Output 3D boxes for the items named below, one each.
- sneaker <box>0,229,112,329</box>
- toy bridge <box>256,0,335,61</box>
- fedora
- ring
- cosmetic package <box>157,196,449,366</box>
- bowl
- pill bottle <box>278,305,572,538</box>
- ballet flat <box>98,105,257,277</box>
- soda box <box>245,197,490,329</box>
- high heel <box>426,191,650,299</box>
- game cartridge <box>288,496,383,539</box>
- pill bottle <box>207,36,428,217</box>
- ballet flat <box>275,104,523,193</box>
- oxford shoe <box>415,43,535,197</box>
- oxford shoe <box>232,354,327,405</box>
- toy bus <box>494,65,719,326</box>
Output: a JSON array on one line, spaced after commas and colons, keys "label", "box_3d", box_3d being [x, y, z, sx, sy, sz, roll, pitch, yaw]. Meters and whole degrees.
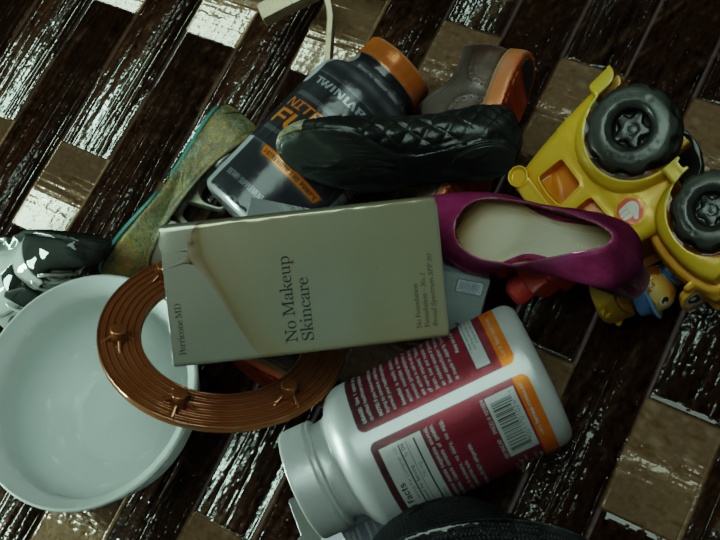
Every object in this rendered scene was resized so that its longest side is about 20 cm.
[{"label": "sneaker", "box_3d": [-0.292, 0.010, 1.016, 0.199, 0.074, 0.089, -7, 79, 43]}, {"label": "toy bridge", "box_3d": [-0.064, -0.255, 1.060, 0.067, 0.027, 0.201, -25, 83, 5]}, {"label": "fedora", "box_3d": [0.074, 0.216, 0.782, 0.199, 0.201, 0.092, -22, 31, 6]}, {"label": "ring", "box_3d": [-0.108, 0.047, 0.894, 0.199, 0.019, 0.201, 4, 40, -4]}, {"label": "cosmetic package", "box_3d": [-0.041, 0.006, 0.824, 0.198, 0.073, 0.104, -7, 94, -4]}, {"label": "bowl", "box_3d": [-0.215, 0.111, 0.956, 0.199, 0.090, 0.203, -6, 68, 14]}, {"label": "pill bottle", "box_3d": [0.045, 0.116, 0.834, 0.199, 0.113, 0.114, -26, 64, 4]}, {"label": "ballet flat", "box_3d": [-0.158, -0.059, 1.027, 0.070, 0.071, 0.201, 31, 80, 24]}, {"label": "soda box", "box_3d": [0.000, 0.000, 0.904, 0.198, 0.064, 0.068, 11, 28, -4]}, {"label": "high heel", "box_3d": [0.110, -0.029, 0.815, 0.199, 0.096, 0.068, 25, 82, 31]}, {"label": "game cartridge", "box_3d": [0.032, 0.244, 0.866, 0.129, 0.038, 0.201, -27, 64, 8]}, {"label": "pill bottle", "box_3d": [-0.031, -0.110, 0.985, 0.106, 0.106, 0.200, 40, 83, 25]}, {"label": "ballet flat", "box_3d": [0.031, -0.102, 0.912, 0.198, 0.067, 0.057, 1, 45, 4]}, {"label": "oxford shoe", "box_3d": [0.080, -0.107, 0.975, 0.072, 0.071, 0.201, 20, 72, 27]}, {"label": "oxford shoe", "box_3d": [-0.096, 0.044, 0.963, 0.199, 0.071, 0.073, 33, 75, 25]}, {"label": "toy bus", "box_3d": [0.204, -0.026, 0.880, 0.192, 0.136, 0.200, -42, 66, 11]}]
